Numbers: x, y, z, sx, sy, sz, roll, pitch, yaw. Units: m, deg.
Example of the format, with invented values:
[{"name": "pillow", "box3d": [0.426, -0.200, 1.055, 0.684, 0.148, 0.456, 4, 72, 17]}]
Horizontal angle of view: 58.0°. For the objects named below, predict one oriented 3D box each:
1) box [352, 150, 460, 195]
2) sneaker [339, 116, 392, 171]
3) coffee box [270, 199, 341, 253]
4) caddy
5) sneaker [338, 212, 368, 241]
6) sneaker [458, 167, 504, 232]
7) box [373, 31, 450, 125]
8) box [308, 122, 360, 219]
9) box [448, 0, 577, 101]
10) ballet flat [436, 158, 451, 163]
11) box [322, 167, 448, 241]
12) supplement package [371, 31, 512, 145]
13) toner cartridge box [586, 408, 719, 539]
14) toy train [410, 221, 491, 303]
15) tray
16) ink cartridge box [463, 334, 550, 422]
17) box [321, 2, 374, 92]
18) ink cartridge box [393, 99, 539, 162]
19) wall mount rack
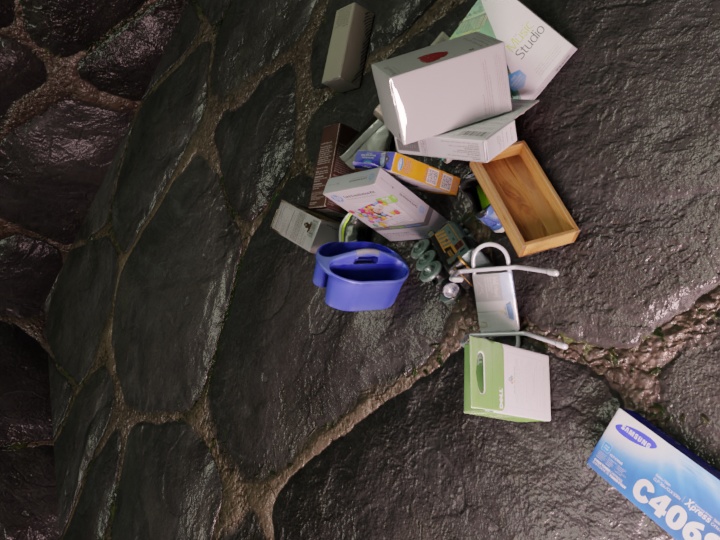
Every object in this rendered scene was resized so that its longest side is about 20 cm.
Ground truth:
[{"name": "box", "box3d": [0.082, -0.191, 1.252, 0.119, 0.200, 0.042, 16, 90, 51]}, {"name": "sneaker", "box3d": [0.049, -0.300, 1.455, 0.200, 0.085, 0.073, -45, 16, 6]}, {"name": "coffee box", "box3d": [-0.110, -0.095, 1.525, 0.200, 0.114, 0.080, 30, 101, 52]}, {"name": "caddy", "box3d": [0.000, 0.000, 1.299, 0.141, 0.200, 0.105, 54, 135, 43]}, {"name": "sneaker", "box3d": [-0.009, -0.044, 1.428, 0.081, 0.074, 0.200, 30, 108, 44]}, {"name": "sneaker", "box3d": [0.224, -0.170, 1.160, 0.078, 0.089, 0.200, -31, 52, 40]}, {"name": "box", "box3d": [0.125, -0.360, 1.289, 0.200, 0.095, 0.078, -47, 6, 4]}, {"name": "box", "box3d": [-0.047, -0.228, 1.506, 0.075, 0.100, 0.200, 4, 80, 51]}, {"name": "box", "box3d": [0.265, -0.402, 1.170, 0.200, 0.036, 0.144, 48, 117, 19]}, {"name": "ballet flat", "box3d": [0.165, -0.252, 1.275, 0.070, 0.069, 0.200, -63, 16, 14]}, {"name": "box", "box3d": [0.050, -0.123, 1.266, 0.156, 0.200, 0.041, -2, 61, 50]}, {"name": "supplement package", "box3d": [0.137, -0.313, 1.108, 0.121, 0.200, 0.120, -118, 10, -59]}, {"name": "toner cartridge box", "box3d": [0.396, 0.273, 0.829, 0.200, 0.043, 0.095, 39, 107, 50]}, {"name": "toy train", "box3d": [0.161, -0.022, 1.164, 0.114, 0.085, 0.200, -41, 22, 12]}, {"name": "tray", "box3d": [0.266, -0.122, 1.071, 0.037, 0.098, 0.200, 91, 161, -58]}, {"name": "ink cartridge box", "box3d": [0.205, 0.166, 0.973, 0.059, 0.200, 0.104, -14, 66, 46]}, {"name": "box", "box3d": [-0.031, -0.557, 1.630, 0.082, 0.068, 0.200, 4, 81, 52]}, {"name": "ink cartridge box", "box3d": [0.187, -0.253, 1.146, 0.200, 0.173, 0.044, 16, 131, 42]}, {"name": "wall mount rack", "box3d": [0.237, 0.057, 1.030, 0.173, 0.075, 0.200, -5, 104, 25]}]
